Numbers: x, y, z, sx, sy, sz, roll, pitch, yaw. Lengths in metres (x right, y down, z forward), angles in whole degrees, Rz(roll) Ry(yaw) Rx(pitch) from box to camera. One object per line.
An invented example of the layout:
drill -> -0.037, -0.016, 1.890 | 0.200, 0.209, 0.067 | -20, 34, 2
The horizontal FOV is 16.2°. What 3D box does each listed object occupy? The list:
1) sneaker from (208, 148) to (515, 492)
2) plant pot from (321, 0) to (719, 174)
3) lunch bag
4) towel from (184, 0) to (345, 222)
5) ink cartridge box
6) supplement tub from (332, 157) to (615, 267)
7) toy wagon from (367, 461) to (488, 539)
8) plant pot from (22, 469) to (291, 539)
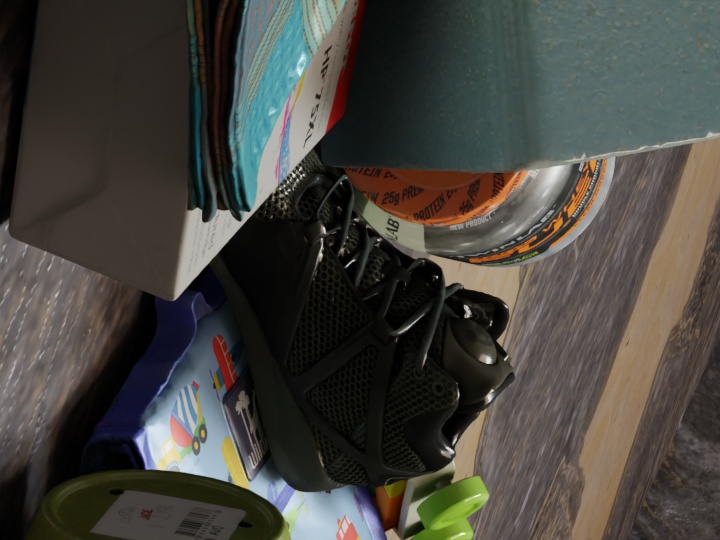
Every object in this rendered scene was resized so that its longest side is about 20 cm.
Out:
sneaker -> 0.000, 0.000, 1.026 | 0.076, 0.114, 0.200 | -51, 130, -52
plant pot -> 0.093, -0.153, 1.019 | 0.196, 0.195, 0.201 | -174, -104, -67
lunch bag -> -0.067, 0.086, 1.091 | 0.151, 0.094, 0.201 | -55, 147, -45
towel -> -0.007, -0.129, 0.793 | 0.147, 0.022, 0.201 | 95, 18, -59
ink cartridge box -> -0.046, -0.091, 0.900 | 0.200, 0.067, 0.117 | -52, 158, -55
supplement tub -> 0.054, -0.066, 1.230 | 0.200, 0.122, 0.123 | 8, 102, -76
toy wagon -> 0.004, 0.063, 1.196 | 0.039, 0.156, 0.200 | -23, 162, -12
plant pot -> -0.083, 0.185, 0.968 | 0.187, 0.186, 0.201 | -34, 133, -68
